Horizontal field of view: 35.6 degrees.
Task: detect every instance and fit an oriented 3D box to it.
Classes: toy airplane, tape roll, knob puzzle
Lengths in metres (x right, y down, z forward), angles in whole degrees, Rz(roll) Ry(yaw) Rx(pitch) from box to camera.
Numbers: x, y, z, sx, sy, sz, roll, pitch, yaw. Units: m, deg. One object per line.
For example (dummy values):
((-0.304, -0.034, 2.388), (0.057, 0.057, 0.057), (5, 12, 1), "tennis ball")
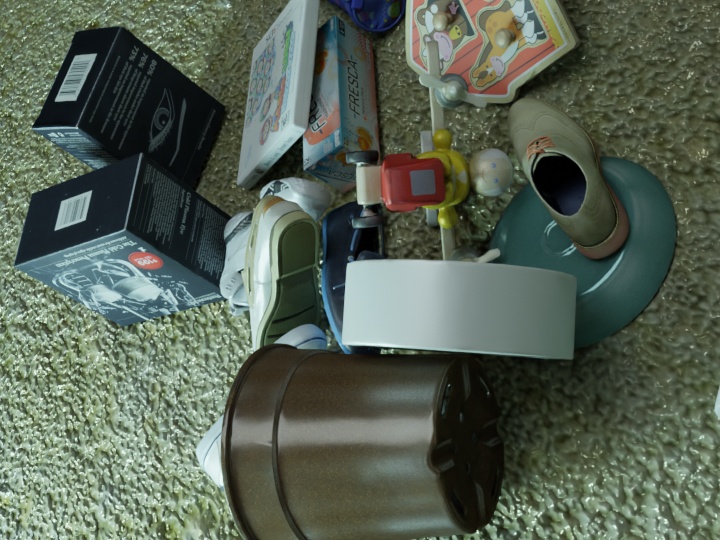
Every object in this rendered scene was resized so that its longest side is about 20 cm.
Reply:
((0.084, -0.089, 1.089), (0.140, 0.201, 0.201), (-4, 50, 24), "toy airplane")
((0.083, 0.035, 0.955), (0.201, 0.201, 0.072), (0, 85, 40), "tape roll")
((0.113, -0.267, 1.188), (0.218, 0.030, 0.222), (16, 115, 38), "knob puzzle")

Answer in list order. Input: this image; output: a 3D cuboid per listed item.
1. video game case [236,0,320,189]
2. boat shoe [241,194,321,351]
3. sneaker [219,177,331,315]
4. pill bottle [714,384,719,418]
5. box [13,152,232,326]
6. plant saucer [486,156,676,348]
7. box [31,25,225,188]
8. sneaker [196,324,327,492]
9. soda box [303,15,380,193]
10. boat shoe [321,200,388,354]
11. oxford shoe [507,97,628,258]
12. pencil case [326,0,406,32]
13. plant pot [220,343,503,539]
((-0.100, -0.223, 1.358), (0.182, 0.023, 0.202), (-35, 46, 57), "video game case")
((-0.086, 0.014, 1.186), (0.068, 0.074, 0.202), (44, 134, 42), "boat shoe")
((-0.096, -0.021, 1.246), (0.199, 0.074, 0.116), (-29, 51, 53), "sneaker")
((0.337, 0.025, 0.844), (0.112, 0.113, 0.202), (6, 70, 42), "pill bottle")
((-0.274, -0.030, 1.344), (0.198, 0.182, 0.105), (-14, 57, 34), "box")
((0.194, -0.026, 1.050), (0.198, 0.036, 0.202), (-20, 54, 31), "plant saucer")
((-0.293, -0.196, 1.445), (0.104, 0.200, 0.149), (5, 68, 42), "box")
((-0.091, 0.149, 1.173), (0.201, 0.073, 0.071), (-54, 53, 14), "sneaker")
((-0.025, -0.194, 1.307), (0.063, 0.068, 0.202), (-30, 49, 34), "soda box")
((0.000, 0.000, 1.167), (0.068, 0.084, 0.202), (-25, 53, 22), "boat shoe")
((0.180, -0.103, 1.028), (0.071, 0.074, 0.201), (-40, 46, 15), "oxford shoe")
((-0.021, -0.364, 1.397), (0.200, 0.086, 0.079), (47, 127, 46), "pencil case")
((0.011, 0.158, 0.996), (0.196, 0.200, 0.202), (-7, 61, 29), "plant pot")
